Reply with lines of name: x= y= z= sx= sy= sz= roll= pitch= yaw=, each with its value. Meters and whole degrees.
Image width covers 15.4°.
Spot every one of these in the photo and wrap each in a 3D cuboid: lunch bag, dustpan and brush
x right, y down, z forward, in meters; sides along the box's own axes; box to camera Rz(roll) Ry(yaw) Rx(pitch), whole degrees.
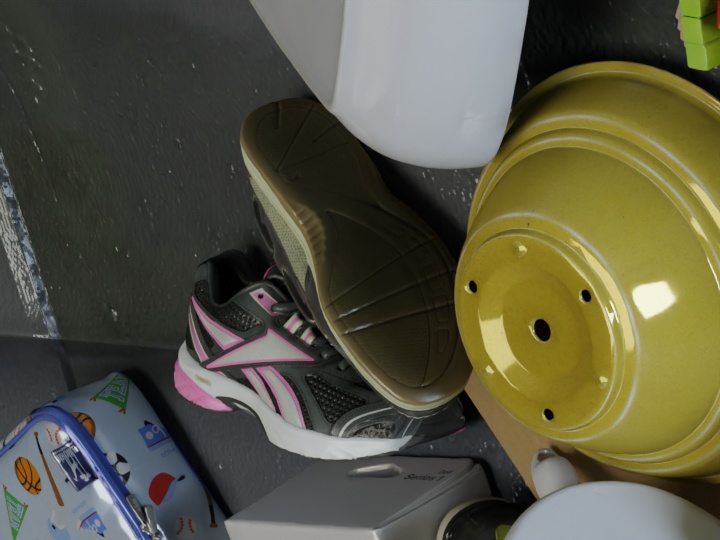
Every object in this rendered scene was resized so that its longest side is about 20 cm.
lunch bag: x=-0.161 y=0.161 z=1.658 sx=0.161 sy=0.075 sz=0.200 roll=58 pitch=146 yaw=5
dustpan and brush: x=0.108 y=0.125 z=1.207 sx=0.200 sy=0.139 sz=0.057 roll=-108 pitch=16 yaw=-54

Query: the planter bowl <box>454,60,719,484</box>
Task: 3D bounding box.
planter bowl: x=0.102 y=0.015 z=1.178 sx=0.200 sy=0.083 sz=0.201 roll=22 pitch=124 yaw=38

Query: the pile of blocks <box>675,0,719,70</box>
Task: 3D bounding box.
pile of blocks: x=0.119 y=-0.133 z=1.113 sx=0.200 sy=0.062 sz=0.082 roll=40 pitch=139 yaw=31

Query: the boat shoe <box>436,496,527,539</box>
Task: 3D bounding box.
boat shoe: x=0.093 y=0.213 z=1.346 sx=0.063 sy=0.073 sz=0.202 roll=-154 pitch=43 yaw=-75

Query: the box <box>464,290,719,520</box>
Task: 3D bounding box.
box: x=0.125 y=0.072 z=1.271 sx=0.200 sy=0.021 sz=0.164 roll=57 pitch=144 yaw=11

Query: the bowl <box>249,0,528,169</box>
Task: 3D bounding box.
bowl: x=0.002 y=-0.158 z=1.190 sx=0.200 sy=0.074 sz=0.200 roll=-124 pitch=30 yaw=-43

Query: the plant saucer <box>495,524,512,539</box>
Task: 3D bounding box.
plant saucer: x=0.134 y=0.233 z=1.222 sx=0.048 sy=0.200 sz=0.200 roll=-27 pitch=120 yaw=16

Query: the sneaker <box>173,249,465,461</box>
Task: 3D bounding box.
sneaker: x=-0.031 y=0.041 z=1.411 sx=0.200 sy=0.080 sz=0.087 roll=15 pitch=113 yaw=41

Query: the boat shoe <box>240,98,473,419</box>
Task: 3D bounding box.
boat shoe: x=-0.001 y=0.000 z=1.344 sx=0.201 sy=0.072 sz=0.066 roll=58 pitch=162 yaw=32

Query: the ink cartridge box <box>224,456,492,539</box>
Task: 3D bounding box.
ink cartridge box: x=0.024 y=0.207 z=1.435 sx=0.146 sy=0.084 sz=0.201 roll=-5 pitch=108 yaw=53
